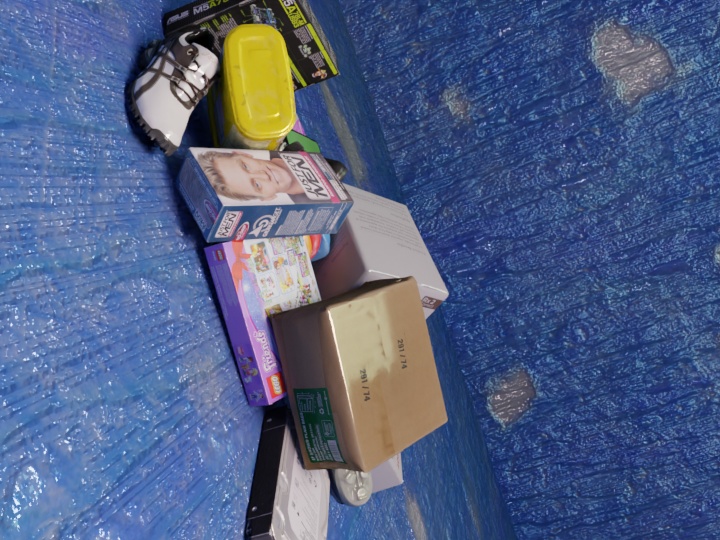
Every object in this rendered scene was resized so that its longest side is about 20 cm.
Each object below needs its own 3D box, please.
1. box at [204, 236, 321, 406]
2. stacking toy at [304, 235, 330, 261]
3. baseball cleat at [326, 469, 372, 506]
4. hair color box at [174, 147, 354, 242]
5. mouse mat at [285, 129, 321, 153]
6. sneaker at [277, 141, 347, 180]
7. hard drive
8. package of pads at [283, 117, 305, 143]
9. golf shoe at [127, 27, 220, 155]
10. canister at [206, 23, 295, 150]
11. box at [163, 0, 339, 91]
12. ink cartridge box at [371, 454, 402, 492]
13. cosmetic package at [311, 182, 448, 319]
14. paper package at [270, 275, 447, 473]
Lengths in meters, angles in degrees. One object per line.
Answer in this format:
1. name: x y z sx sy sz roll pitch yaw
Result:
1. box: -0.107 0.050 0.929 0.136 0.039 0.202 -20 97 -50
2. stacking toy: -0.128 -0.021 1.017 0.117 0.109 0.200 65 28 -20
3. baseball cleat: -0.038 0.222 1.022 0.069 0.106 0.202 0 80 -34
4. hair color box: -0.115 -0.095 0.917 0.199 0.061 0.100 -7 52 -43
5. mouse mat: -0.082 -0.162 1.293 0.200 0.007 0.162 -8 81 -76
6. sneaker: -0.110 -0.154 1.099 0.074 0.199 0.089 -58 133 -28
7. hard drive: -0.080 0.278 0.883 0.200 0.038 0.140 -87 156 -59
8. package of pads: -0.117 -0.167 1.316 0.155 0.068 0.201 -82 152 -63
9. golf shoe: -0.213 -0.222 0.872 0.078 0.094 0.201 49 25 -47
10. canister: -0.146 -0.218 0.973 0.200 0.086 0.150 166 -85 -73
11. box: -0.152 -0.327 1.082 0.200 0.192 0.048 49 24 -60
12. ink cartridge box: -0.006 0.233 1.181 0.145 0.083 0.201 -91 160 -59
13. cosmetic package: 0.000 0.000 1.157 0.164 0.165 0.201 16 39 -36
14. paper package: 0.002 0.125 0.928 0.190 0.103 0.202 -16 95 -48
